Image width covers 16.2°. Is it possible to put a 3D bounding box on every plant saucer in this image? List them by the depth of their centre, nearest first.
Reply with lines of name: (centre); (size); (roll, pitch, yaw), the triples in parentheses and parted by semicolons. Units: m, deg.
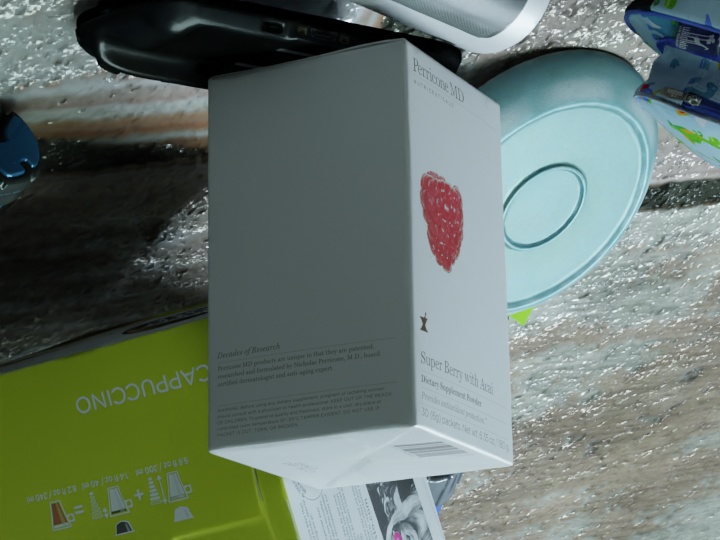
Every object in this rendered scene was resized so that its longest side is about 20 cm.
plant saucer: (0.107, -0.045, 1.558); (0.200, 0.027, 0.201); (-21, 137, -21)

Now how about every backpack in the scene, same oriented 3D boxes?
backpack: (0.263, -0.110, 1.401); (0.183, 0.200, 0.147); (29, 81, -55)

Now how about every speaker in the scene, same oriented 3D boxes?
speaker: (0.011, -0.172, 1.278); (0.081, 0.081, 0.200); (-38, 148, 26)

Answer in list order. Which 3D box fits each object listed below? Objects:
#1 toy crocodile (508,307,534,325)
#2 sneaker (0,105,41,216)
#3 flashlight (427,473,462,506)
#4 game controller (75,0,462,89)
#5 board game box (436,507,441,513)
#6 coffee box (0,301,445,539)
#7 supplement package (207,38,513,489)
toy crocodile: (0.049, 0.000, 1.628); (0.200, 0.062, 0.068); (9, 105, -42)
sneaker: (-0.266, -0.038, 1.315); (0.199, 0.073, 0.082); (-1, 146, -34)
flashlight: (0.029, 0.183, 1.826); (0.068, 0.068, 0.200); (-16, 152, -23)
game controller: (-0.046, -0.117, 1.327); (0.199, 0.042, 0.104); (7, 162, -33)
board game box: (-0.032, 0.171, 1.877); (0.199, 0.041, 0.200); (-14, 150, -16)
coffee box: (-0.092, 0.124, 1.443); (0.199, 0.201, 0.198); (-15, -179, 23)
supplement package: (0.000, 0.000, 1.301); (0.119, 0.201, 0.121); (-9, 163, 26)
